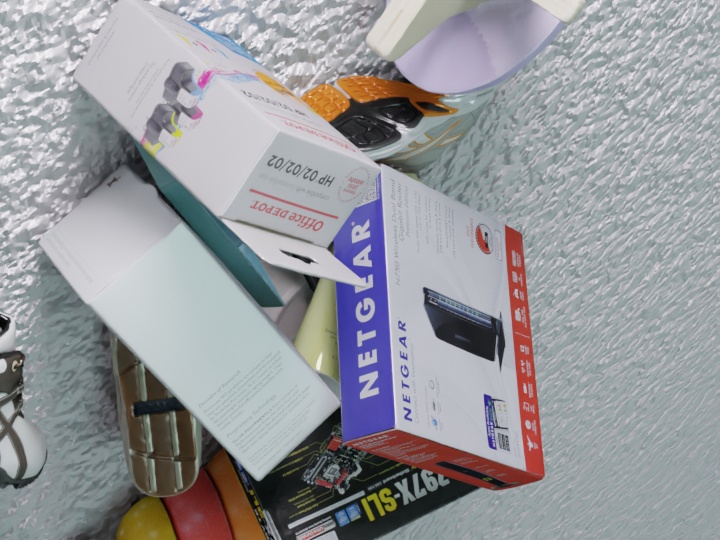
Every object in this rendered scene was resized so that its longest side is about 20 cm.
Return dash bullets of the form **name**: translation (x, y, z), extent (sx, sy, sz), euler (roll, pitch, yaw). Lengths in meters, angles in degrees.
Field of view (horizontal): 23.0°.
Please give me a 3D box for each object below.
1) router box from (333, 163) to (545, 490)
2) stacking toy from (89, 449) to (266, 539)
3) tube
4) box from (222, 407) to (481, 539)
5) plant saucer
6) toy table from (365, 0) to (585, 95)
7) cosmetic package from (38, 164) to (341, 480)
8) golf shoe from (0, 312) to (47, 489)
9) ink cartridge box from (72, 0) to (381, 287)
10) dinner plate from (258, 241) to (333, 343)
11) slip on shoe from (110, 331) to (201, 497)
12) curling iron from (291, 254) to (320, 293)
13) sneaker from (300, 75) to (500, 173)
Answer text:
- **router box**: translation (0.057, 0.046, 1.285), extent (0.049, 0.200, 0.179), euler (-20, 153, 35)
- **stacking toy**: translation (-0.149, 0.219, 1.438), extent (0.200, 0.146, 0.146), euler (-13, 139, -15)
- **tube**: translation (0.000, 0.000, 1.328), extent (0.058, 0.052, 0.200), euler (93, 18, -62)
- **box**: translation (0.000, 0.122, 1.356), extent (0.200, 0.160, 0.049), euler (-25, 177, -14)
- **plant saucer**: translation (-0.106, -0.036, 1.219), extent (0.019, 0.070, 0.200), euler (-33, 149, 1)
- **toy table**: translation (0.079, -0.210, 1.158), extent (0.200, 0.184, 0.117), euler (-67, 162, 9)
- **cosmetic package**: translation (-0.113, 0.036, 1.192), extent (0.085, 0.108, 0.200), euler (-43, 125, -4)
- **golf shoe**: translation (-0.246, 0.079, 1.169), extent (0.094, 0.078, 0.200), euler (-46, 150, -3)
- **ink cartridge box**: translation (-0.070, -0.079, 1.083), extent (0.068, 0.200, 0.115), euler (-55, 149, 13)
- **dinner plate**: translation (-0.018, 0.042, 1.403), extent (0.200, 0.024, 0.200), euler (-14, 127, -20)
- **slip on shoe**: translation (-0.145, 0.070, 1.306), extent (0.076, 0.061, 0.200), euler (-4, 118, -8)
- **curling iron**: translation (-0.064, -0.041, 1.281), extent (0.050, 0.026, 0.200), euler (-53, 144, -17)
- **sneaker**: translation (0.021, -0.098, 1.302), extent (0.200, 0.076, 0.092), euler (-24, 147, -31)
